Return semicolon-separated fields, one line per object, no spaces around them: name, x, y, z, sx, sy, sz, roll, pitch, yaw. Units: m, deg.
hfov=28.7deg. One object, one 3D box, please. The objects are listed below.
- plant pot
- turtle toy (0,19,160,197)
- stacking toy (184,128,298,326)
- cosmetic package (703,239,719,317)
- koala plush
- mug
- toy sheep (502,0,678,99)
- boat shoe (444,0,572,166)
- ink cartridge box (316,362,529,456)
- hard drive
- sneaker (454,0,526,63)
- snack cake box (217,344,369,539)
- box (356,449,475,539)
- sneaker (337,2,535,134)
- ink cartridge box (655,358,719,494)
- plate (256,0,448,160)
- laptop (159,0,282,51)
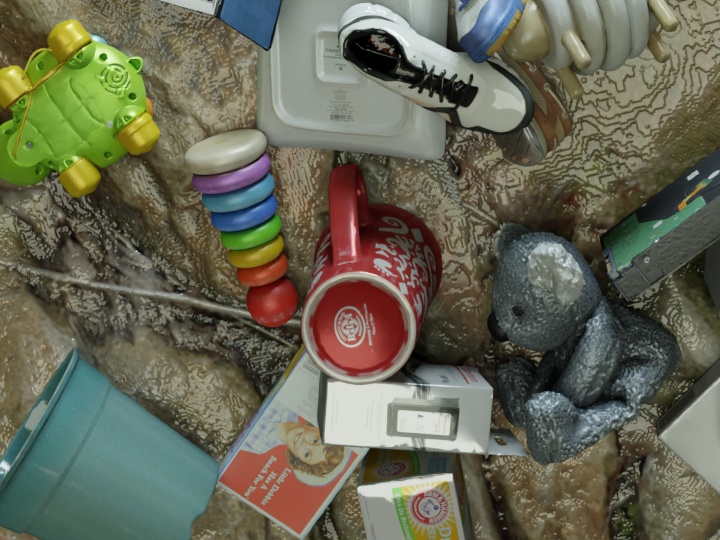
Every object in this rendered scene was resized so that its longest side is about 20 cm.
plant pot;-0.264;0.215;1.456;0.195;0.201;0.201;31;108;-13
turtle toy;-0.289;-0.151;1.385;0.199;0.101;0.146;-33;101;15
stacking toy;-0.112;-0.036;1.418;0.085;0.085;0.202;-11;110;9
cosmetic package;0.358;-0.002;1.308;0.050;0.200;0.083;1;107;7
koala plush;0.196;0.047;1.366;0.183;0.177;0.201;-29;102;-1
mug;-0.007;0.009;1.351;0.133;0.200;0.178;-39;100;16
toy sheep;0.218;-0.243;1.290;0.198;0.138;0.139;-21;105;-11
boat shoe;0.135;-0.199;1.349;0.071;0.076;0.201;-31;93;-20
ink cartridge box;0.060;0.131;1.362;0.198;0.116;0.069;4;97;-5
hard drive;0.319;-0.059;1.328;0.199;0.140;0.038;-37;100;14
sneaker;0.097;-0.268;1.260;0.088;0.201;0.075;32;130;-25
snack cake box;-0.050;0.166;1.473;0.115;0.067;0.201;34;107;-7
box;0.066;0.286;1.473;0.100;0.113;0.202;-9;104;8
sneaker;0.064;-0.173;1.277;0.199;0.080;0.074;24;111;0
ink cartridge box;0.431;0.151;1.429;0.176;0.045;0.200;40;107;-5
plate;-0.015;-0.207;1.350;0.198;0.032;0.202;7;112;17
laptop;-0.148;-0.329;1.309;0.198;0.116;0.189;16;107;1
